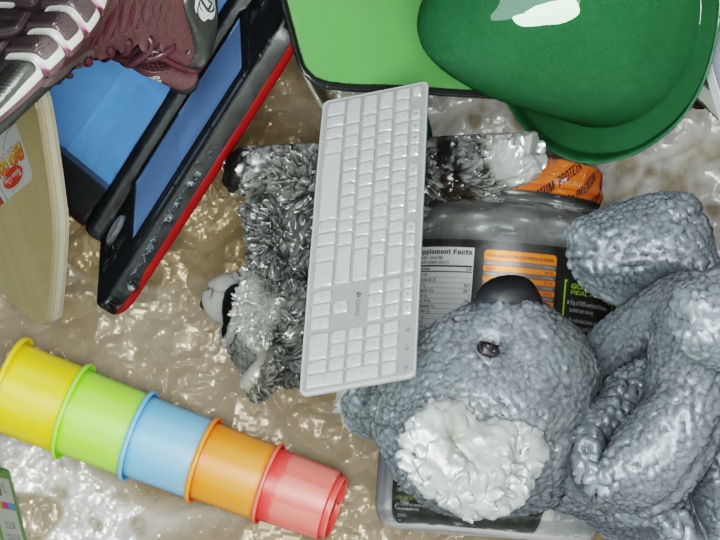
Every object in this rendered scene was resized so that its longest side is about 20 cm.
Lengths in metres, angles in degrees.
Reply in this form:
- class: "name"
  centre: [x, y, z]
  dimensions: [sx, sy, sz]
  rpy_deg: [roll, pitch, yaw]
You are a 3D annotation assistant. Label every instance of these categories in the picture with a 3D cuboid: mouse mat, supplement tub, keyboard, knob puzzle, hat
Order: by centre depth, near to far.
- class: "keyboard"
  centre: [0.003, -0.018, 1.446]
  dimensions: [0.056, 0.011, 0.200]
  rpy_deg: [-6, 45, 10]
- class: "hat"
  centre: [0.050, -0.129, 1.485]
  dimensions: [0.200, 0.176, 0.166]
  rpy_deg: [-19, 81, 49]
- class: "supplement tub"
  centre: [0.075, 0.042, 1.597]
  dimensions: [0.122, 0.123, 0.200]
  rpy_deg: [4, 84, 10]
- class: "mouse mat"
  centre: [0.031, -0.163, 1.603]
  dimensions: [0.008, 0.200, 0.161]
  rpy_deg: [-39, 58, 47]
- class: "knob puzzle"
  centre: [-0.191, -0.069, 1.631]
  dimensions: [0.030, 0.220, 0.220]
  rpy_deg: [-16, 80, -25]

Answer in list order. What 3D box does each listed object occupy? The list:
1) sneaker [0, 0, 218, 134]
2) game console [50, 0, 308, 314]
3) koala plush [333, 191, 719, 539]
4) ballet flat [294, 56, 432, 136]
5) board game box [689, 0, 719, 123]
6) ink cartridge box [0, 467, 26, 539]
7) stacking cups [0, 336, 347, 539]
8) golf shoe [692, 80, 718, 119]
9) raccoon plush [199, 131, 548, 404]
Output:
- class: "sneaker"
  centre: [-0.131, -0.110, 1.526]
  dimensions: [0.076, 0.116, 0.200]
  rpy_deg: [12, 59, 45]
- class: "game console"
  centre: [-0.128, -0.107, 1.629]
  dimensions: [0.119, 0.172, 0.200]
  rpy_deg: [29, 108, -14]
- class: "koala plush"
  centre: [0.096, 0.070, 1.447]
  dimensions: [0.200, 0.177, 0.184]
  rpy_deg: [-4, 105, -17]
- class: "ballet flat"
  centre: [-0.013, -0.152, 1.660]
  dimensions: [0.072, 0.072, 0.200]
  rpy_deg: [-14, 80, 7]
- class: "board game box"
  centre: [0.253, -0.076, 1.551]
  dimensions: [0.026, 0.200, 0.200]
  rpy_deg: [-22, 79, 39]
- class: "ink cartridge box"
  centre: [-0.240, 0.167, 1.666]
  dimensions: [0.104, 0.059, 0.200]
  rpy_deg: [-17, 81, 7]
- class: "stacking cups"
  centre: [-0.105, 0.098, 1.660]
  dimensions: [0.200, 0.061, 0.061]
  rpy_deg: [20, 87, 6]
- class: "golf shoe"
  centre: [0.183, -0.115, 1.631]
  dimensions: [0.094, 0.078, 0.200]
  rpy_deg: [-33, 77, 22]
- class: "raccoon plush"
  centre: [0.000, 0.000, 1.535]
  dimensions: [0.200, 0.097, 0.134]
  rpy_deg: [-1, 92, 44]
